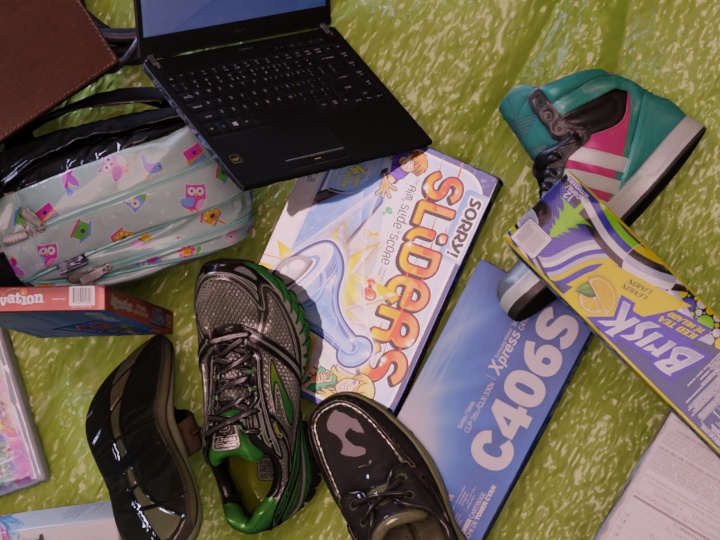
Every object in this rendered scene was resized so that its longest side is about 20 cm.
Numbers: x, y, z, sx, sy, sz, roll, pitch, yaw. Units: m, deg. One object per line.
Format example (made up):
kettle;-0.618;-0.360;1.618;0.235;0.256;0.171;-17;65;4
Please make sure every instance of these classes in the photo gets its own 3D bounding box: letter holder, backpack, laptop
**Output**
letter holder;-0.297;-0.146;1.618;0.200;0.101;0.142;-37;103;-23
backpack;-0.177;-0.051;1.639;0.200;0.167;0.127;-17;107;5
laptop;-0.054;-0.171;1.597;0.200;0.177;0.103;51;135;26

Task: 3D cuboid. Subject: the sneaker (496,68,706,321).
sneaker;0.133;-0.067;1.606;0.121;0.084;0.200;41;68;10

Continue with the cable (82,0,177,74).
cable;-0.150;-0.237;1.698;0.163;0.051;0.200;12;85;4

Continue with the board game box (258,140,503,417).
board game box;0.000;0.000;1.659;0.135;0.034;0.200;24;90;9

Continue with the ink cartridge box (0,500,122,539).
ink cartridge box;-0.245;0.248;1.643;0.200;0.083;0.146;-9;92;8

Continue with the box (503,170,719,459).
box;0.184;0.030;1.500;0.064;0.070;0.200;-44;79;1

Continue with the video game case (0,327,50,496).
video game case;-0.341;0.086;1.708;0.182;0.024;0.200;-19;82;6

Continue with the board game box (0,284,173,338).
board game box;-0.200;0.029;1.602;0.103;0.200;0.019;-1;84;8

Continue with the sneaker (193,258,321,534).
sneaker;-0.074;0.087;1.604;0.078;0.085;0.200;-7;106;20

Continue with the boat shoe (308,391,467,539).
boat shoe;0.028;0.169;1.582;0.072;0.066;0.201;-32;82;6

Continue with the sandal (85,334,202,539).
sandal;-0.143;0.130;1.624;0.080;0.057;0.201;-36;42;20

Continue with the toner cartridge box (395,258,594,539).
toner cartridge box;0.081;0.102;1.636;0.095;0.043;0.200;27;90;10

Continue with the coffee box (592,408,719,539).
coffee box;0.223;0.150;1.577;0.080;0.114;0.200;30;91;10
